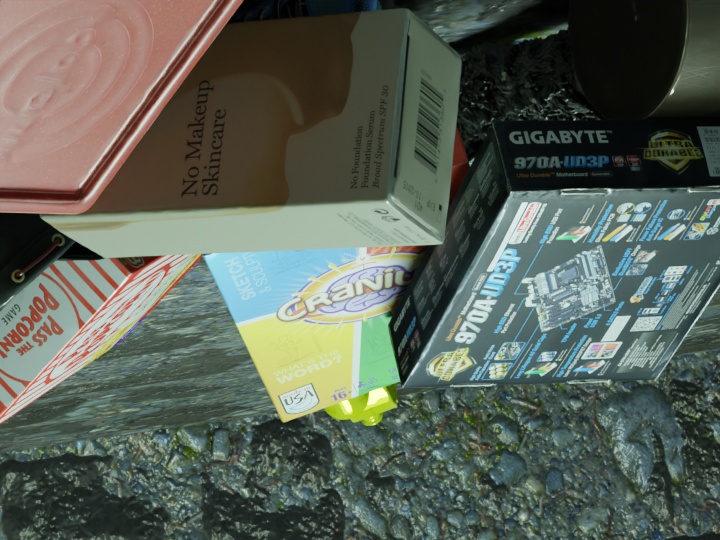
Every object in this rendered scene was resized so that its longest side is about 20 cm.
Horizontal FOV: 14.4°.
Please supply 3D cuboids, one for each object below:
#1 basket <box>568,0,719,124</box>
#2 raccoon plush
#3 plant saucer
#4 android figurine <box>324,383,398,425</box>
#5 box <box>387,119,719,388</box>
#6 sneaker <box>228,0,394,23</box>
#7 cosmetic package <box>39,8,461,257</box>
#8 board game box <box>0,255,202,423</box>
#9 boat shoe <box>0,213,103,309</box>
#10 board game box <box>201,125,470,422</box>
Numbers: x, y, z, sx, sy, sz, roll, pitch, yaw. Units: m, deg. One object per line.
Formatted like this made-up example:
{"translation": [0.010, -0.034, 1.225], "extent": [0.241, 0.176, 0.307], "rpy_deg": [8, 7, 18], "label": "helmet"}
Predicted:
{"translation": [0.224, -0.135, 1.533], "extent": [0.199, 0.137, 0.180], "rpy_deg": [-2, 169, -30], "label": "basket"}
{"translation": [0.095, -0.114, 1.687], "extent": [0.133, 0.097, 0.200], "rpy_deg": [-5, 164, 9], "label": "raccoon plush"}
{"translation": [-0.146, -0.094, 1.299], "extent": [0.199, 0.037, 0.200], "rpy_deg": [-1, 137, -53], "label": "plant saucer"}
{"translation": [-0.023, 0.013, 1.772], "extent": [0.041, 0.183, 0.201], "rpy_deg": [-20, 134, 5], "label": "android figurine"}
{"translation": [0.118, -0.006, 1.534], "extent": [0.158, 0.046, 0.200], "rpy_deg": [-2, 148, -19], "label": "box"}
{"translation": [-0.054, -0.108, 1.511], "extent": [0.090, 0.079, 0.200], "rpy_deg": [22, 141, -28], "label": "sneaker"}
{"translation": [-0.055, -0.067, 1.430], "extent": [0.199, 0.106, 0.071], "rpy_deg": [-4, 161, 26], "label": "cosmetic package"}
{"translation": [-0.158, 0.009, 1.745], "extent": [0.152, 0.046, 0.200], "rpy_deg": [-45, 176, 26], "label": "board game box"}
{"translation": [-0.156, -0.033, 1.571], "extent": [0.074, 0.063, 0.201], "rpy_deg": [-33, -179, 42], "label": "boat shoe"}
{"translation": [0.000, 0.000, 1.584], "extent": [0.152, 0.041, 0.200], "rpy_deg": [-20, 148, 2], "label": "board game box"}
